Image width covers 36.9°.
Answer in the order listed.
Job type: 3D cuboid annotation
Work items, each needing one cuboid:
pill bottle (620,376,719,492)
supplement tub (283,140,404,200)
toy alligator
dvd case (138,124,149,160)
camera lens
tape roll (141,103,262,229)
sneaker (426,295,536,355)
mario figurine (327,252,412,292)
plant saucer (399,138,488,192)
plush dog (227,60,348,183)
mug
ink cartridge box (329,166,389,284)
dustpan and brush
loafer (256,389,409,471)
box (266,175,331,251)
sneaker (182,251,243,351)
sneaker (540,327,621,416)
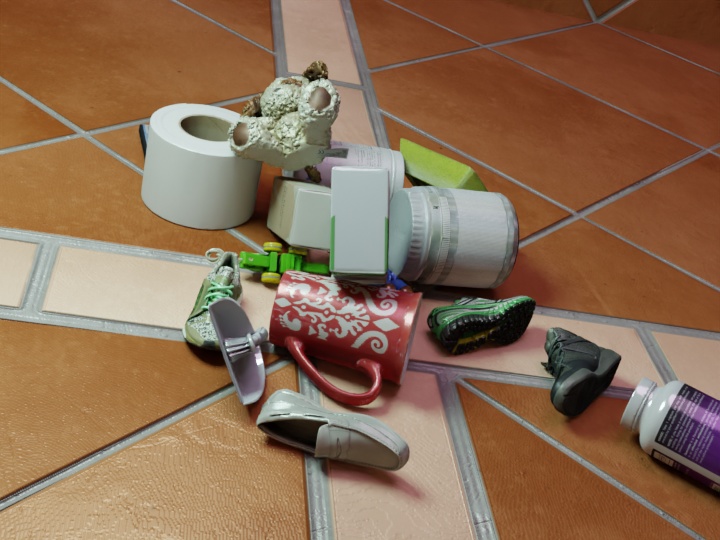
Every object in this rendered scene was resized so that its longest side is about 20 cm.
[{"bbox_3d":[0.468,0.228,1.499,0.198,0.114,0.112,28,32,22],"label":"pill bottle"},{"bbox_3d":[-0.032,-0.163,1.926,0.197,0.133,0.133,8,30,-13],"label":"supplement tub"},{"bbox_3d":[-0.149,-0.011,1.696,0.197,0.060,0.054,6,-10,-15],"label":"toy alligator"},{"bbox_3d":[-0.311,-0.228,2.027,0.197,0.018,0.143,4,32,-20],"label":"dvd case"},{"bbox_3d":[0.153,-0.055,1.794,0.197,0.162,0.161,4,31,-18],"label":"camera lens"},{"bbox_3d":[-0.267,-0.180,1.841,0.200,0.141,0.204,11,30,-7],"label":"tape roll"},{"bbox_3d":[0.192,0.067,1.687,0.198,0.079,0.085,-7,35,-33],"label":"sneaker"},{"bbox_3d":[0.000,0.000,1.739,0.105,0.124,0.201,-33,52,-3],"label":"mario figurine"},{"bbox_3d":[0.163,-0.134,1.942,0.199,0.048,0.200,30,-14,46],"label":"plant saucer"},{"bbox_3d":[-0.109,-0.250,1.773,0.198,0.161,0.173,-23,51,14],"label":"plush dog"},{"bbox_3d":[-0.026,0.082,1.513,0.197,0.135,0.178,14,27,6],"label":"mug"},{"bbox_3d":[0.000,-0.060,1.560,0.083,0.147,0.200,1,-5,1],"label":"ink cartridge box"},{"bbox_3d":[-0.154,0.098,1.469,0.056,0.141,0.200,-19,2,-3],"label":"dustpan and brush"},{"bbox_3d":[-0.036,0.211,1.352,0.197,0.071,0.070,15,33,17],"label":"loafer"},{"bbox_3d":[-0.092,-0.095,1.754,0.077,0.096,0.200,8,7,-17],"label":"box"},{"bbox_3d":[-0.206,0.039,1.542,0.076,0.090,0.201,11,30,-7],"label":"sneaker"},{"bbox_3d":[0.303,0.148,1.604,0.113,0.077,0.199,26,28,24],"label":"sneaker"}]
